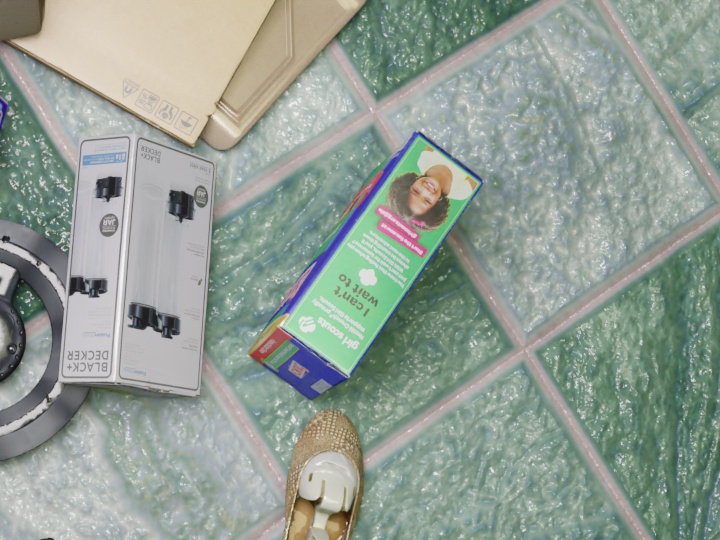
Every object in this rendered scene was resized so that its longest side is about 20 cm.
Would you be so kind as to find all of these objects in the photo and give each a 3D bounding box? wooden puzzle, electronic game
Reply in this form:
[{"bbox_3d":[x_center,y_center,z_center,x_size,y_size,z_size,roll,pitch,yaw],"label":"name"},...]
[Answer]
[{"bbox_3d":[-0.120,-0.232,1.509,0.185,0.037,0.200,43,79,-7],"label":"wooden puzzle"},{"bbox_3d":[-0.309,0.056,1.409,0.200,0.042,0.200,1,82,-9],"label":"electronic game"}]

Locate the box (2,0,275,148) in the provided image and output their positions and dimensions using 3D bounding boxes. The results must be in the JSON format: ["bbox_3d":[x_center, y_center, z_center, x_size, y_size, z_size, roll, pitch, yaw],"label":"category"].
[{"bbox_3d":[-0.187,-0.221,1.461,0.200,0.021,0.164,30,84,-8],"label":"box"}]

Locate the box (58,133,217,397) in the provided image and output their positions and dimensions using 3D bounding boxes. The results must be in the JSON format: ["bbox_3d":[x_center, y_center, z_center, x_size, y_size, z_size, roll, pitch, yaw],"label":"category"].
[{"bbox_3d":[-0.178,-0.001,1.416,0.117,0.060,0.200,15,76,-58],"label":"box"}]

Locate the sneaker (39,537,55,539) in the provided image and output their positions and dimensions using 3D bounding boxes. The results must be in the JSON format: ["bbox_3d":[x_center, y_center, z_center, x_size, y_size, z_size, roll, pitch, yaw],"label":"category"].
[{"bbox_3d":[-0.265,0.309,1.377,0.078,0.075,0.200,9,79,-12],"label":"sneaker"}]

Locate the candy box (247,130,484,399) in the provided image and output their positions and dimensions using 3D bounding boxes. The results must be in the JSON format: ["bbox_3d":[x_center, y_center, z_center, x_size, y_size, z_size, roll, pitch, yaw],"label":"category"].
[{"bbox_3d":[0.000,0.000,1.442,0.077,0.169,0.200,35,75,-5],"label":"candy box"}]

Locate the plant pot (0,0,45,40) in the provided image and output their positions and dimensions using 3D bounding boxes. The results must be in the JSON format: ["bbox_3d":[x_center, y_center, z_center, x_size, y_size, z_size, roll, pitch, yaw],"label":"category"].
[{"bbox_3d":[-0.327,-0.275,1.353,0.177,0.200,0.200,5,82,-9],"label":"plant pot"}]

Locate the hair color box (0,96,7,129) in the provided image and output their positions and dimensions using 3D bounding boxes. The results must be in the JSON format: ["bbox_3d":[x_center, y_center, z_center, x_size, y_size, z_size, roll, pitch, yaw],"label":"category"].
[{"bbox_3d":[-0.359,-0.056,1.370,0.109,0.065,0.200,8,76,17],"label":"hair color box"}]

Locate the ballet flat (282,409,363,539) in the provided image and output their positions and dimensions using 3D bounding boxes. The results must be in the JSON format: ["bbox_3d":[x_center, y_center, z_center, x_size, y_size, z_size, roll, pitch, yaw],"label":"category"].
[{"bbox_3d":[-0.032,0.214,1.459,0.070,0.065,0.200,12,80,-14],"label":"ballet flat"}]
